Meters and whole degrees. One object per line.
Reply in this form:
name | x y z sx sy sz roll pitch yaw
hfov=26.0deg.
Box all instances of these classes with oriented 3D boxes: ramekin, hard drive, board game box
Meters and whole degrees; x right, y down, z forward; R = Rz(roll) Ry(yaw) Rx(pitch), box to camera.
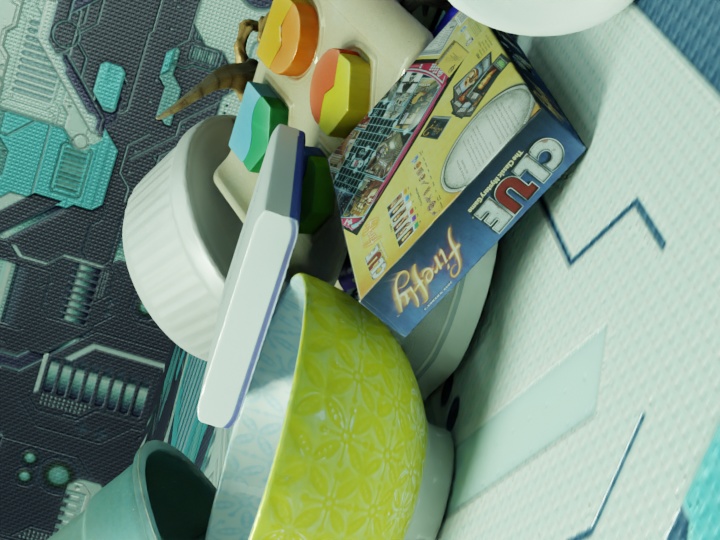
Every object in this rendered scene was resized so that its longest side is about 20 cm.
ramekin | -0.103 -0.016 1.249 0.094 0.202 0.203 -28 35 29
hard drive | -0.065 -0.003 0.966 0.200 0.025 0.133 -92 20 -71
board game box | 0.045 -0.064 0.859 0.136 0.035 0.200 -47 21 15

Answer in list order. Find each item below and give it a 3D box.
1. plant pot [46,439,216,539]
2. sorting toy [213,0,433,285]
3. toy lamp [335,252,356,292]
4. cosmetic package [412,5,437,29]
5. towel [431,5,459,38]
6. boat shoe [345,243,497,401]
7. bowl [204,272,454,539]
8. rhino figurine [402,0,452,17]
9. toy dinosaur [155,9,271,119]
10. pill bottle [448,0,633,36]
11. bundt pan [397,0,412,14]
plant pot | -0.160 0.243 0.972 0.195 0.201 0.200 -32 18 7
sorting toy | -0.038 -0.109 1.075 0.185 0.036 0.201 51 124 48
toy lamp | 0.000 0.000 1.129 0.200 0.058 0.059 153 133 -81
cosmetic package | 0.025 -0.231 1.310 0.104 0.072 0.201 -85 15 -50
towel | 0.047 -0.111 1.059 0.200 0.049 0.149 142 143 -74
boat shoe | 0.022 0.027 0.912 0.200 0.068 0.073 124 160 -60
bowl | -0.012 0.111 0.851 0.200 0.107 0.202 -164 90 -80
rhino figurine | 0.069 -0.245 1.123 0.200 0.059 0.088 116 158 -59
toy dinosaur | -0.080 -0.145 1.189 0.200 0.060 0.107 23 -111 -66
pill bottle | 0.095 -0.225 0.785 0.115 0.113 0.201 119 165 -51
bundt pan | -0.016 -0.126 1.211 0.202 0.075 0.204 11 -90 -84
